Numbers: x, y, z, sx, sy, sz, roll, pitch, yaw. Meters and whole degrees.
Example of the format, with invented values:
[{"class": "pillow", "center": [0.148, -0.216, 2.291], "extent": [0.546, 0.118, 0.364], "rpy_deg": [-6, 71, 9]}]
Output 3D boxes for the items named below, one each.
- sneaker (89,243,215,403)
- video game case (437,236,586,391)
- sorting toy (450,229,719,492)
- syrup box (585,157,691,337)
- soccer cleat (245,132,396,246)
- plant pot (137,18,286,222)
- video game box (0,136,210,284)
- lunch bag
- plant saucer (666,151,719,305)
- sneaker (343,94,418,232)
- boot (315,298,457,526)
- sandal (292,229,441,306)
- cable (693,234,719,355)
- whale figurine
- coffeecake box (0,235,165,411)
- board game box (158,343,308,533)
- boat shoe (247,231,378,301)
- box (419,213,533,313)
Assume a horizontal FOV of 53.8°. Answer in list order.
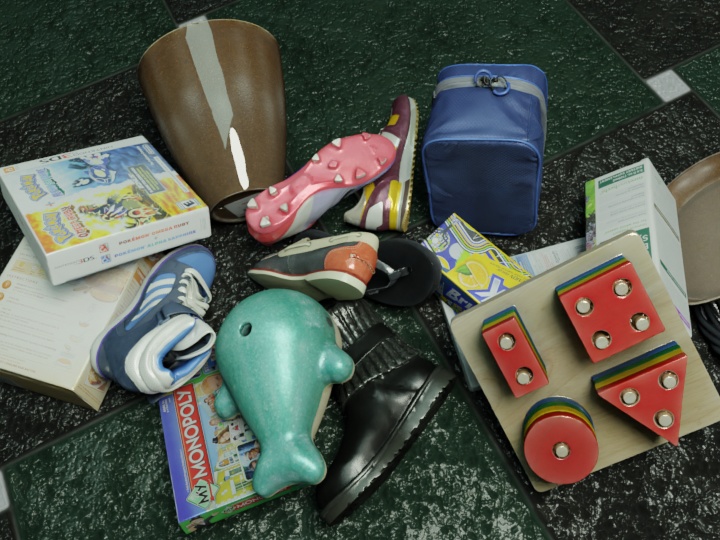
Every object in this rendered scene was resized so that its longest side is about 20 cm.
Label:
[{"class": "sneaker", "center": [-0.187, 0.051, 0.773], "extent": [0.145, 0.081, 0.201], "rpy_deg": [4, 44, 38]}, {"class": "video game case", "center": [0.199, 0.047, 0.821], "extent": [0.197, 0.018, 0.145], "rpy_deg": [-14, 62, -4]}, {"class": "sorting toy", "center": [0.215, 0.099, 0.672], "extent": [0.198, 0.070, 0.200], "rpy_deg": [-28, 94, 15]}, {"class": "syrup box", "center": [0.301, -0.017, 0.779], "extent": [0.078, 0.081, 0.202], "rpy_deg": [-21, 40, 37]}, {"class": "soccer cleat", "center": [-0.047, -0.096, 0.847], "extent": [0.199, 0.077, 0.067], "rpy_deg": [-32, 73, -8]}, {"class": "plant pot", "center": [-0.165, -0.171, 0.891], "extent": [0.185, 0.187, 0.202], "rpy_deg": [-16, 75, -5]}, {"class": "video game box", "center": [-0.299, -0.080, 0.824], "extent": [0.181, 0.047, 0.200], "rpy_deg": [-23, 45, -28]}, {"class": "lunch bag", "center": [0.147, -0.150, 0.828], "extent": [0.134, 0.201, 0.134], "rpy_deg": [5, 59, 13]}, {"class": "plant saucer", "center": [0.393, -0.044, 0.783], "extent": [0.032, 0.199, 0.202], "rpy_deg": [33, 62, -22]}, {"class": "sneaker", "center": [0.025, -0.145, 0.906], "extent": [0.089, 0.075, 0.202], "rpy_deg": [5, 61, 2]}, {"class": "boot", "center": [-0.015, 0.142, 0.751], "extent": [0.157, 0.080, 0.211], "rpy_deg": [35, 64, 18]}, {"class": "sandal", "center": [0.000, 0.001, 0.812], "extent": [0.198, 0.077, 0.043], "rpy_deg": [8, 22, 31]}, {"class": "cable", "center": [0.426, 0.018, 0.750], "extent": [0.163, 0.050, 0.202], "rpy_deg": [15, 86, 57]}, {"class": "whale figurine", "center": [-0.084, 0.109, 0.690], "extent": [0.157, 0.104, 0.202], "rpy_deg": [-18, 55, 18]}, {"class": "coffeecake box", "center": [-0.342, 0.040, 0.833], "extent": [0.152, 0.073, 0.202], "rpy_deg": [13, 63, 11]}, {"class": "board game box", "center": [-0.141, 0.158, 0.755], "extent": [0.133, 0.029, 0.201], "rpy_deg": [-19, 49, -7]}, {"class": "boat shoe", "center": [-0.055, -0.006, 0.795], "extent": [0.199, 0.071, 0.063], "rpy_deg": [-3, 61, 50]}, {"class": "box", "center": [0.152, 0.031, 0.786], "extent": [0.070, 0.065, 0.200], "rpy_deg": [-41, 67, -17]}]
